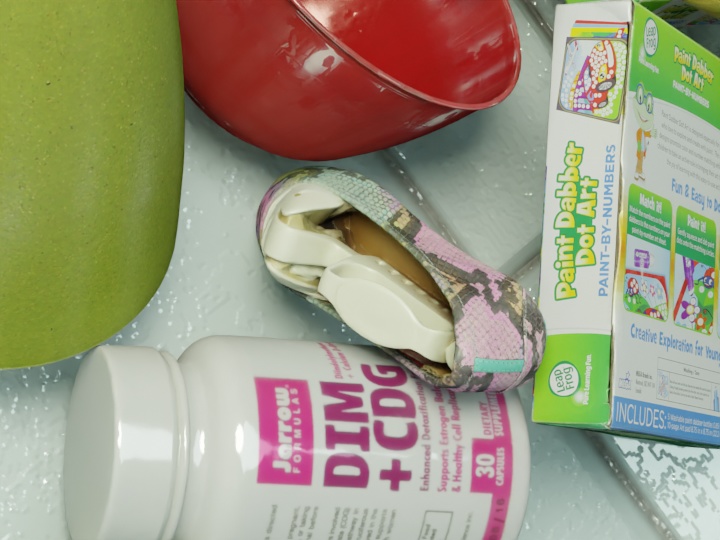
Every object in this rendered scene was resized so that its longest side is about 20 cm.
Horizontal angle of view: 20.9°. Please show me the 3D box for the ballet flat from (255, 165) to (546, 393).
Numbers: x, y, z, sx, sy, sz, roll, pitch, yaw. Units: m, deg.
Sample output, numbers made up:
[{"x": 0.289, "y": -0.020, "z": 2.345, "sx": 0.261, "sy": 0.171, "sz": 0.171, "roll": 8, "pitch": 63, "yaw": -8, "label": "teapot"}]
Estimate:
[{"x": 0.000, "y": 0.000, "z": 0.911, "sx": 0.071, "sy": 0.200, "sz": 0.069, "roll": 1, "pitch": 113, "yaw": -45, "label": "ballet flat"}]

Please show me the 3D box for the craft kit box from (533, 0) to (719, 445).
[{"x": 0.150, "y": -0.015, "z": 0.976, "sx": 0.200, "sy": 0.048, "sz": 0.199, "roll": 16, "pitch": 79, "yaw": -59, "label": "craft kit box"}]

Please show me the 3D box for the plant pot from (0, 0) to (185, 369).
[{"x": -0.150, "y": -0.091, "z": 0.827, "sx": 0.186, "sy": 0.200, "sz": 0.188, "roll": 10, "pitch": 51, "yaw": -12, "label": "plant pot"}]

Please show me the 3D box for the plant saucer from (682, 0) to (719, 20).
[{"x": 0.205, "y": -0.203, "z": 1.052, "sx": 0.200, "sy": 0.048, "sz": 0.201, "roll": 10, "pitch": 63, "yaw": -53, "label": "plant saucer"}]

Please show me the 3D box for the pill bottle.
[{"x": -0.031, "y": 0.089, "z": 0.912, "sx": 0.199, "sy": 0.113, "sz": 0.114, "roll": 5, "pitch": 75, "yaw": -22, "label": "pill bottle"}]

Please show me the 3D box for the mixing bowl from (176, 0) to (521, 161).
[{"x": -0.029, "y": -0.128, "z": 0.951, "sx": 0.200, "sy": 0.108, "sz": 0.201, "roll": 32, "pitch": 35, "yaw": -26, "label": "mixing bowl"}]

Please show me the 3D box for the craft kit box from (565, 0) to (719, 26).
[{"x": 0.137, "y": -0.229, "z": 1.054, "sx": 0.197, "sy": 0.048, "sz": 0.201, "roll": -16, "pitch": 83, "yaw": -55, "label": "craft kit box"}]
